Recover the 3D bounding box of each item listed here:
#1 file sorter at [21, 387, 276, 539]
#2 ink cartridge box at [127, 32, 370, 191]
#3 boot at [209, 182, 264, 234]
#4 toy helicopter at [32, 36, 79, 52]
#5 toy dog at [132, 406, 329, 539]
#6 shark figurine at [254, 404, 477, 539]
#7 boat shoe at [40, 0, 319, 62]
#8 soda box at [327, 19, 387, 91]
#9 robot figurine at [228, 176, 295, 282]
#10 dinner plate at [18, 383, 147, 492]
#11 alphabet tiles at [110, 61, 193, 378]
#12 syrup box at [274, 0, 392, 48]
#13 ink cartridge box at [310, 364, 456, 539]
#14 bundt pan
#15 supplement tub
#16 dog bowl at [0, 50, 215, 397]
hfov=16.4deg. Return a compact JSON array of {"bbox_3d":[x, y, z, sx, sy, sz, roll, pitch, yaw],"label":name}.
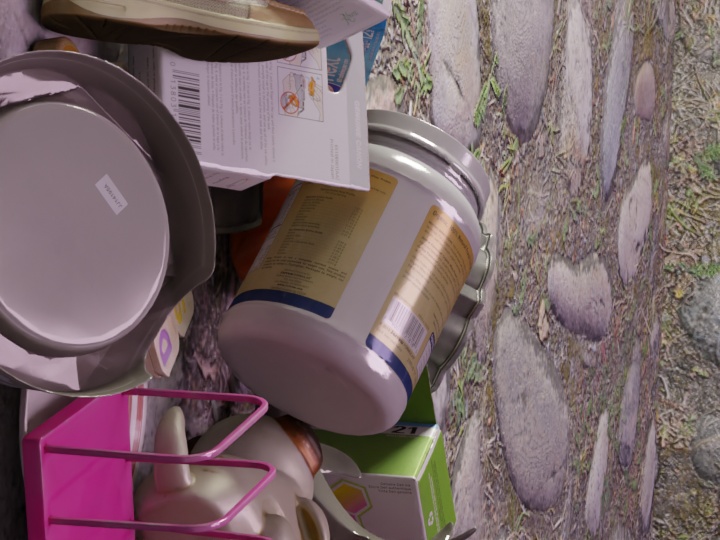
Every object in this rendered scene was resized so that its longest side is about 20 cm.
[{"bbox_3d":[-0.125,0.185,1.582,0.139,0.125,0.201,-38,129,-67],"label":"file sorter"},{"bbox_3d":[-0.077,-0.155,1.709,0.173,0.043,0.201,9,73,-38],"label":"ink cartridge box"},{"bbox_3d":[-0.084,-0.137,1.841,0.182,0.072,0.201,-33,121,-65],"label":"boot"},{"bbox_3d":[-0.196,-0.065,1.520,0.132,0.079,0.201,54,30,-50],"label":"toy helicopter"},{"bbox_3d":[-0.097,0.174,1.757,0.194,0.139,0.200,61,19,-10],"label":"toy dog"},{"bbox_3d":[-0.026,0.160,1.870,0.128,0.214,0.090,-39,161,-21],"label":"shark figurine"},{"bbox_3d":[-0.114,-0.176,1.614,0.200,0.073,0.063,5,79,-31],"label":"boat shoe"},{"bbox_3d":[-0.020,-0.183,1.931,0.200,0.064,0.068,116,-17,-72],"label":"soda box"},{"bbox_3d":[-0.031,-0.037,1.945,0.200,0.143,0.117,-57,168,-59],"label":"robot figurine"},{"bbox_3d":[-0.184,0.091,1.623,0.200,0.024,0.201,2,90,-72],"label":"dinner plate"},{"bbox_3d":[-0.149,-0.034,1.681,0.196,0.015,0.201,-72,152,-58],"label":"alphabet tiles"},{"bbox_3d":[-0.073,-0.232,1.654,0.200,0.081,0.079,27,61,-32],"label":"syrup box"},{"bbox_3d":[-0.015,0.138,1.966,0.076,0.147,0.201,-64,150,-50],"label":"ink cartridge box"},{"bbox_3d":[0.025,0.031,2.068,0.202,0.076,0.202,-50,-159,27],"label":"bundt pan"},{"bbox_3d":[0.000,0.000,1.778,0.201,0.144,0.145,-63,153,-26],"label":"supplement tub"},{"bbox_3d":[-0.178,-0.023,1.428,0.199,0.059,0.201,10,75,-40],"label":"dog bowl"}]
